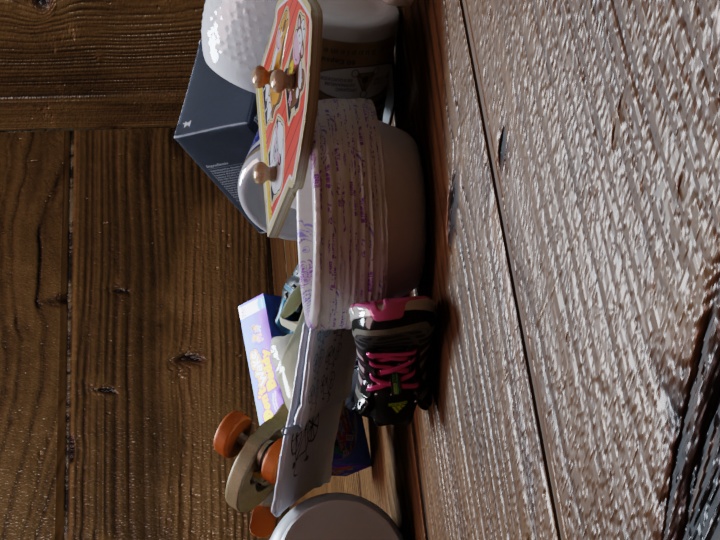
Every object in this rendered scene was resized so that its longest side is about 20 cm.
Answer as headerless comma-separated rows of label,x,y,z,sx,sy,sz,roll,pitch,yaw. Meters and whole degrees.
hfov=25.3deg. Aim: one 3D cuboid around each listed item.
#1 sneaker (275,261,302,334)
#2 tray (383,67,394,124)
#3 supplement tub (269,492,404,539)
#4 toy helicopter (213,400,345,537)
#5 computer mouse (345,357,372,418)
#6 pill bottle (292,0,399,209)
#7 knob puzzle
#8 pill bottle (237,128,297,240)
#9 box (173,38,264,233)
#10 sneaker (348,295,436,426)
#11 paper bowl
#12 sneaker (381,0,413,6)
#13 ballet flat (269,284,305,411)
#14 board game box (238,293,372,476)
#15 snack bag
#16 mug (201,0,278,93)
sneaker,-0.040,0.011,1.773,0.082,0.073,0.200,-49,-8,-31
tray,0.012,-0.181,1.647,0.200,0.022,0.109,104,164,-69
supplement tub,-0.027,0.299,1.606,0.200,0.142,0.146,112,155,-75
toy helicopter,-0.076,0.189,1.678,0.200,0.078,0.134,-35,-37,-50
computer mouse,-0.002,0.081,1.753,0.200,0.045,0.142,108,159,-74
pill bottle,-0.032,-0.163,1.525,0.115,0.113,0.202,-103,19,-60
knob puzzle,-0.070,-0.156,1.387,0.219,0.030,0.223,-176,90,-75
pill bottle,-0.057,-0.134,1.739,0.201,0.114,0.117,-74,-10,-51
box,-0.111,-0.165,1.888,0.200,0.106,0.150,48,-137,-45
sneaker,0.029,0.081,1.346,0.200,0.073,0.089,92,174,-71
paper bowl,0.000,-0.050,1.411,0.201,0.103,0.204,178,90,-85
sneaker,0.012,-0.298,1.356,0.100,0.077,0.202,89,176,-48
ballet flat,-0.059,0.070,1.660,0.070,0.069,0.201,95,-168,-51
board game box,-0.064,0.134,1.865,0.045,0.134,0.202,-26,67,36
snack bag,-0.040,0.136,1.597,0.188,0.021,0.203,-15,-63,-75
mug,-0.075,-0.282,1.718,0.147,0.199,0.177,39,111,29
